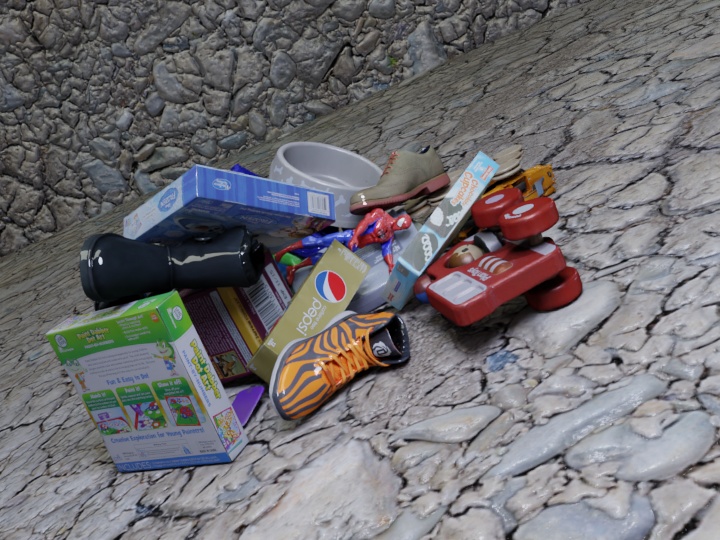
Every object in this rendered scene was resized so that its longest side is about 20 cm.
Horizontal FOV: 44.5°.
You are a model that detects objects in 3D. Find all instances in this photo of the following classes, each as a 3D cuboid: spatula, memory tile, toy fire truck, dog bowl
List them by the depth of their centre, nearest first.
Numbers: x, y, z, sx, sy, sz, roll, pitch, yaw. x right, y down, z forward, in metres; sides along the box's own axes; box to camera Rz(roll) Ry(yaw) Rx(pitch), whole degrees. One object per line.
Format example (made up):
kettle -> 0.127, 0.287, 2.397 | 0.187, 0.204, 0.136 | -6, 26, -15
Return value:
toy fire truck -> 0.146, -0.005, 1.016 | 0.166, 0.114, 0.200 | -26, 17, -9
spatula -> -0.109, 0.135, 1.126 | 0.056, 0.021, 0.200 | -16, 18, 43
dog bowl -> -0.049, -0.137, 1.348 | 0.196, 0.060, 0.201 | 14, 25, -7
memory tile -> 0.157, -0.136, 1.353 | 0.197, 0.017, 0.154 | -22, 14, 18

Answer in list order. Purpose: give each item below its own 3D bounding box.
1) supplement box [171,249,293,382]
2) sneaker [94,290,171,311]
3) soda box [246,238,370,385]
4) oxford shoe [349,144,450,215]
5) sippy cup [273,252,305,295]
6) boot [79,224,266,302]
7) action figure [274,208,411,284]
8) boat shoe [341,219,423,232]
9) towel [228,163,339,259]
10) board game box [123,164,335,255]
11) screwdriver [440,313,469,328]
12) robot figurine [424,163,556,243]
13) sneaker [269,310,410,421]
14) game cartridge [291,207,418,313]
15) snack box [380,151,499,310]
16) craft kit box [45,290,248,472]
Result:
supplement box -> -0.184, 0.072, 1.199 | 0.198, 0.132, 0.103 | -17, 16, 41
sneaker -> -0.272, 0.008, 1.201 | 0.199, 0.073, 0.112 | -38, 14, 2
soda box -> -0.063, 0.056, 1.119 | 0.068, 0.064, 0.201 | -48, 7, 50
oxford shoe -> 0.048, -0.132, 1.281 | 0.070, 0.076, 0.199 | -17, 5, 45
sippy cup -> -0.148, -0.013, 1.390 | 0.131, 0.138, 0.179 | -56, 14, 25
boot -> -0.208, -0.011, 1.017 | 0.165, 0.078, 0.200 | -6, -1, 12
action figure -> -0.019, -0.022, 1.212 | 0.197, 0.066, 0.100 | -22, 36, 11
boat shoe -> 0.046, -0.042, 1.349 | 0.071, 0.069, 0.198 | -31, 34, -31
towel -> -0.117, -0.089, 1.348 | 0.050, 0.198, 0.149 | -54, 20, 26
board game box -> -0.166, -0.063, 1.109 | 0.197, 0.044, 0.198 | 8, -20, -38
screwdriver -> 0.100, 0.040, 1.111 | 0.029, 0.028, 0.200 | 3, 9, -11
robot figurine -> 0.192, -0.098, 1.314 | 0.198, 0.059, 0.144 | -33, 18, -23
sneaker -> -0.016, 0.098, 1.011 | 0.111, 0.079, 0.200 | -11, 22, 40
game cartridge -> 0.000, 0.000, 1.252 | 0.198, 0.041, 0.134 | -29, 39, 1
snack box -> 0.103, -0.051, 1.148 | 0.201, 0.037, 0.117 | -52, -7, -25
craft kit box -> -0.250, 0.136, 1.025 | 0.197, 0.200, 0.049 | -12, 21, 34
